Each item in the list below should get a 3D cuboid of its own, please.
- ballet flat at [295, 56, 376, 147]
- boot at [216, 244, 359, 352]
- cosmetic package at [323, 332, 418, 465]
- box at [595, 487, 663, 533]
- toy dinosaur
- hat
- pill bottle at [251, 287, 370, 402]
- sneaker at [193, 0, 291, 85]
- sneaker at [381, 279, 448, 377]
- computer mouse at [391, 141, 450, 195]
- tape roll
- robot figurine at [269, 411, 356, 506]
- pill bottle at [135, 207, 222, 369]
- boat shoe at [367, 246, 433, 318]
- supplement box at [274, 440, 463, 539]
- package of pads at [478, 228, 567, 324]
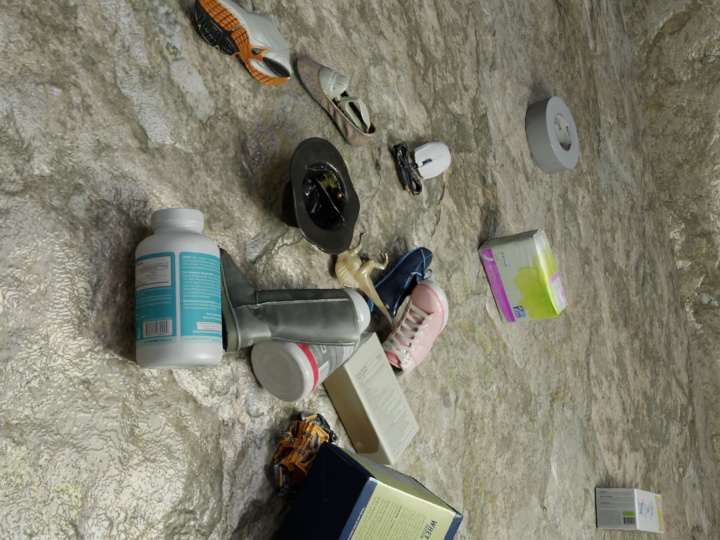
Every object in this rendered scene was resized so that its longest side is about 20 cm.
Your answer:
[{"bbox_3d":[-0.036,-0.312,1.311,0.200,0.067,0.069,48,48,-31],"label":"ballet flat"},{"bbox_3d":[-0.113,0.037,1.044,0.197,0.073,0.184,-7,61,-23],"label":"boot"},{"bbox_3d":[0.014,0.218,1.233,0.105,0.070,0.202,-39,111,-47],"label":"cosmetic package"},{"bbox_3d":[0.721,0.642,1.940,0.199,0.112,0.103,25,61,-45],"label":"box"},{"bbox_3d":[0.000,0.000,1.285,0.201,0.058,0.101,52,49,-4],"label":"toy dinosaur"},{"bbox_3d":[-0.083,-0.116,1.198,0.200,0.080,0.203,28,56,-52],"label":"hat"},{"bbox_3d":[-0.069,0.107,1.131,0.200,0.110,0.112,-38,109,-48],"label":"pill bottle"},{"bbox_3d":[-0.186,-0.386,1.158,0.200,0.075,0.093,37,46,-48],"label":"sneaker"},{"bbox_3d":[0.091,0.114,1.291,0.104,0.075,0.202,-36,152,-39],"label":"sneaker"},{"bbox_3d":[0.142,-0.232,1.522,0.199,0.044,0.111,-32,104,-49],"label":"computer mouse"},{"bbox_3d":[0.532,-0.373,2.008,0.199,0.066,0.203,17,67,-47],"label":"tape roll"},{"bbox_3d":[-0.057,0.314,1.132,0.201,0.058,0.146,52,48,-29],"label":"robot figurine"},{"bbox_3d":[-0.238,0.025,0.950,0.110,0.110,0.203,9,74,-48],"label":"pill bottle"},{"bbox_3d":[0.088,0.032,1.359,0.200,0.068,0.085,-46,152,-36],"label":"boat shoe"},{"bbox_3d":[0.006,0.391,1.058,0.199,0.134,0.202,30,85,-32],"label":"supplement box"},{"bbox_3d":[0.371,0.015,1.647,0.068,0.153,0.202,-34,107,-48],"label":"package of pads"}]
